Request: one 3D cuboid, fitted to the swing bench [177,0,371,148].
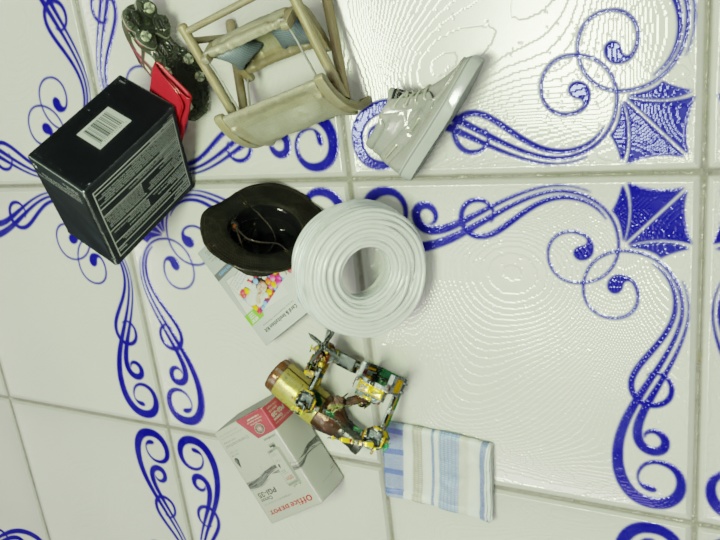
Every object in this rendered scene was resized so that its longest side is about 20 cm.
[{"bbox_3d":[-0.120,-0.290,1.051,0.197,0.130,0.203,-13,102,31],"label":"swing bench"}]

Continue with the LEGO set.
[{"bbox_3d":[-0.023,0.193,1.160,0.199,0.116,0.155,32,88,19],"label":"LEGO set"}]

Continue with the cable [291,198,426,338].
[{"bbox_3d":[0.000,0.000,1.069,0.069,0.197,0.203,-141,48,-63],"label":"cable"}]

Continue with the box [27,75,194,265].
[{"bbox_3d":[-0.383,-0.154,1.162,0.122,0.201,0.199,30,152,16],"label":"box"}]

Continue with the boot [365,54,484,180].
[{"bbox_3d":[0.079,-0.223,0.999,0.095,0.074,0.201,36,123,4],"label":"boot"}]

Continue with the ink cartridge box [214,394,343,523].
[{"bbox_3d":[-0.146,0.335,1.330,0.146,0.083,0.201,-32,92,33],"label":"ink cartridge box"}]

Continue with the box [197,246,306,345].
[{"bbox_3d":[-0.165,0.005,1.240,0.155,0.041,0.201,-37,90,33],"label":"box"}]

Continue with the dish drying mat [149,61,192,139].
[{"bbox_3d":[-0.308,-0.251,1.167,0.077,0.018,0.200,46,156,-3],"label":"dish drying mat"}]

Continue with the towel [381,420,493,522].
[{"bbox_3d":[0.126,0.331,1.216,0.197,0.024,0.149,7,111,27],"label":"towel"}]

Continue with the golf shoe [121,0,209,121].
[{"bbox_3d":[-0.312,-0.333,1.185,0.088,0.077,0.202,-2,120,62],"label":"golf shoe"}]

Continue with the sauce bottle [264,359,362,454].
[{"bbox_3d":[-0.073,0.237,1.263,0.199,0.066,0.066,39,122,13],"label":"sauce bottle"}]

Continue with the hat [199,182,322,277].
[{"bbox_3d":[-0.146,-0.043,1.132,0.199,0.201,0.082,26,136,17],"label":"hat"}]
